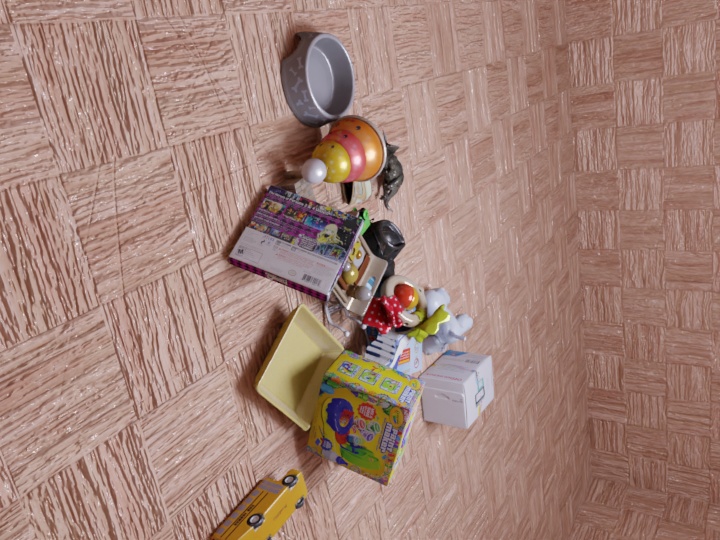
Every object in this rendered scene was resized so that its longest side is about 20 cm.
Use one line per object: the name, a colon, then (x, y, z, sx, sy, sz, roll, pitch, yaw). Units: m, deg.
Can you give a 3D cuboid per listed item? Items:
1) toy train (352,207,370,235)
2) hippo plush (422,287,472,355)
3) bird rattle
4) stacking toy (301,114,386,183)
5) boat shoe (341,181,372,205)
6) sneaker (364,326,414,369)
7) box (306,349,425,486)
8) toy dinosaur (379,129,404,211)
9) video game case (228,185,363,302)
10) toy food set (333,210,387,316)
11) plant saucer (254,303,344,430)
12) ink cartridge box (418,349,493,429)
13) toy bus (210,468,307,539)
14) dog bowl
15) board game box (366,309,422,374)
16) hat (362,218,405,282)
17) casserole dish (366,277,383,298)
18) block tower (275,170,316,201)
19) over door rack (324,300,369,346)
toy train: (-0.035, -0.064, 1.338, 0.200, 0.042, 0.056, -54, 145, -39)
hippo plush: (0.206, 0.137, 1.754, 0.161, 0.159, 0.200, 57, 22, 2)
bird rattle: (0.093, 0.084, 1.430, 0.200, 0.113, 0.163, 16, 47, -22)
stacking toy: (-0.049, -0.224, 1.273, 0.200, 0.146, 0.146, -41, 125, -49)
boat shoe: (-0.026, -0.244, 1.414, 0.076, 0.072, 0.200, -30, 117, -34)
sneaker: (0.065, 0.193, 1.490, 0.199, 0.080, 0.115, -49, 155, -43)
box: (0.011, 0.307, 1.321, 0.122, 0.192, 0.200, -42, 148, -62)
toy dinosaur: (0.078, -0.239, 1.558, 0.102, 0.077, 0.200, -47, 127, -35)
video game case: (-0.118, -0.055, 1.179, 0.036, 0.200, 0.182, 99, 13, -60)
toy food set: (-0.006, -0.012, 1.298, 0.144, 0.060, 0.200, -64, 150, -22)
plant saucer: (-0.132, 0.198, 1.291, 0.200, 0.048, 0.200, 53, 54, -43)
ink cartridge box: (0.286, 0.346, 1.846, 0.200, 0.146, 0.146, -27, 115, -52)
toy bus: (-0.188, 0.469, 1.204, 0.200, 0.078, 0.065, -41, 124, -48)
dog bowl: (-0.082, -0.406, 1.321, 0.200, 0.059, 0.201, -7, 99, -57)
board game box: (0.091, 0.177, 1.623, 0.200, 0.056, 0.196, -5, 97, -56)
hat: (0.056, -0.069, 1.475, 0.201, 0.081, 0.201, 50, 23, -30)
casserole dish: (0.000, 0.000, 1.437, 0.200, 0.039, 0.121, 48, 30, -37)
block tower: (-0.116, -0.104, 1.294, 0.058, 0.054, 0.200, -46, 128, -46)
over door rack: (-0.013, 0.154, 1.456, 0.148, 0.066, 0.201, -18, 107, -54)
